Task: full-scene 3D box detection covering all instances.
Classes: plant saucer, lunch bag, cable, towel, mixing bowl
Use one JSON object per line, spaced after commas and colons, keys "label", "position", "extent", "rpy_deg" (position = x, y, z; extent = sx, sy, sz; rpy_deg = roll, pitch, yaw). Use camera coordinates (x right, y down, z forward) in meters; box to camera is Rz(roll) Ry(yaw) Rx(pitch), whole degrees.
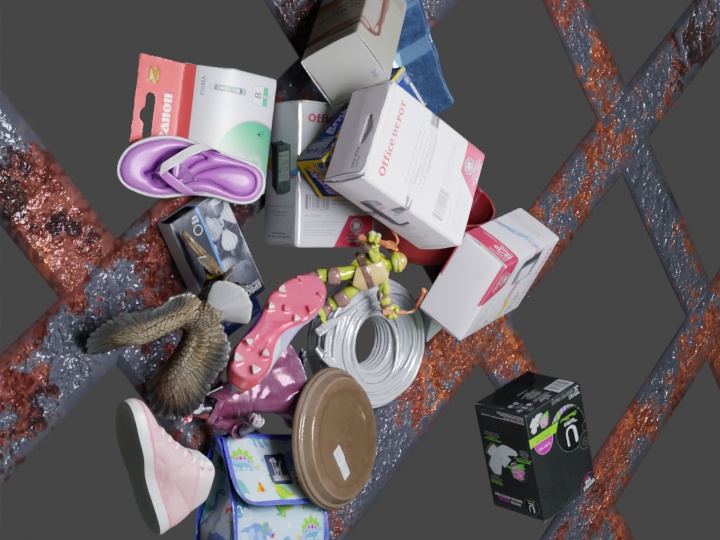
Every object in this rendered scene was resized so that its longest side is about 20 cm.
{"label": "plant saucer", "position": [-0.031, 0.238, 1.664], "extent": [0.199, 0.029, 0.203], "rpy_deg": [10, 78, -58]}
{"label": "lunch bag", "position": [-0.136, 0.331, 1.654], "extent": [0.169, 0.127, 0.203], "rpy_deg": [7, 78, -41]}
{"label": "cable", "position": [0.009, 0.110, 1.788], "extent": [0.200, 0.069, 0.201], "rpy_deg": [-44, 122, -29]}
{"label": "towel", "position": [0.073, -0.326, 1.811], "extent": [0.111, 0.048, 0.202], "rpy_deg": [-32, 114, -34]}
{"label": "mixing bowl", "position": [0.094, -0.078, 1.783], "extent": [0.199, 0.200, 0.109], "rpy_deg": [-6, 128, -40]}

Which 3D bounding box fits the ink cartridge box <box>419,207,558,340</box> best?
{"label": "ink cartridge box", "position": [0.194, 0.002, 1.742], "extent": [0.199, 0.085, 0.148], "rpy_deg": [-21, 145, -54]}

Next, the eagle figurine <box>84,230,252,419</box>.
{"label": "eagle figurine", "position": [-0.233, 0.079, 1.525], "extent": [0.200, 0.151, 0.151], "rpy_deg": [-48, 157, -19]}

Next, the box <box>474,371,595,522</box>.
{"label": "box", "position": [0.304, 0.301, 2.027], "extent": [0.148, 0.124, 0.202], "rpy_deg": [-24, 111, -35]}

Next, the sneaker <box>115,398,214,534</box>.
{"label": "sneaker", "position": [-0.257, 0.244, 1.563], "extent": [0.104, 0.075, 0.202], "rpy_deg": [-25, 118, -32]}

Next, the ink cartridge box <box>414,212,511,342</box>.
{"label": "ink cartridge box", "position": [0.154, 0.001, 1.845], "extent": [0.162, 0.057, 0.201], "rpy_deg": [-39, 153, -31]}

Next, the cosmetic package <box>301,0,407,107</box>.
{"label": "cosmetic package", "position": [-0.006, -0.335, 1.650], "extent": [0.087, 0.103, 0.201], "rpy_deg": [50, 32, -31]}

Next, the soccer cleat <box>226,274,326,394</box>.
{"label": "soccer cleat", "position": [-0.116, 0.084, 1.580], "extent": [0.066, 0.077, 0.200], "rpy_deg": [35, 54, 3]}

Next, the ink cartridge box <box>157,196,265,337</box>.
{"label": "ink cartridge box", "position": [-0.196, -0.001, 1.617], "extent": [0.099, 0.039, 0.202], "rpy_deg": [-38, 119, -33]}

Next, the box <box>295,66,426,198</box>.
{"label": "box", "position": [0.003, -0.192, 1.622], "extent": [0.200, 0.064, 0.070], "rpy_deg": [-51, 122, -26]}

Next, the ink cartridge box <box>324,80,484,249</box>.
{"label": "ink cartridge box", "position": [0.061, -0.137, 1.572], "extent": [0.199, 0.084, 0.147], "rpy_deg": [34, 64, -38]}

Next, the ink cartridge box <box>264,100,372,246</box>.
{"label": "ink cartridge box", "position": [-0.057, -0.135, 1.682], "extent": [0.146, 0.085, 0.203], "rpy_deg": [0, 93, -41]}

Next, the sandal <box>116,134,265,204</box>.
{"label": "sandal", "position": [-0.217, -0.132, 1.537], "extent": [0.200, 0.050, 0.084], "rpy_deg": [4, 94, -23]}

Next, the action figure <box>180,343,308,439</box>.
{"label": "action figure", "position": [-0.170, 0.170, 1.640], "extent": [0.198, 0.149, 0.135], "rpy_deg": [-14, 74, -21]}

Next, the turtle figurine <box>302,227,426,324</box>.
{"label": "turtle figurine", "position": [0.000, 0.000, 1.667], "extent": [0.160, 0.065, 0.201], "rpy_deg": [-21, 132, -4]}

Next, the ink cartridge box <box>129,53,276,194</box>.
{"label": "ink cartridge box", "position": [-0.209, -0.196, 1.579], "extent": [0.199, 0.050, 0.163], "rpy_deg": [7, 90, -43]}
